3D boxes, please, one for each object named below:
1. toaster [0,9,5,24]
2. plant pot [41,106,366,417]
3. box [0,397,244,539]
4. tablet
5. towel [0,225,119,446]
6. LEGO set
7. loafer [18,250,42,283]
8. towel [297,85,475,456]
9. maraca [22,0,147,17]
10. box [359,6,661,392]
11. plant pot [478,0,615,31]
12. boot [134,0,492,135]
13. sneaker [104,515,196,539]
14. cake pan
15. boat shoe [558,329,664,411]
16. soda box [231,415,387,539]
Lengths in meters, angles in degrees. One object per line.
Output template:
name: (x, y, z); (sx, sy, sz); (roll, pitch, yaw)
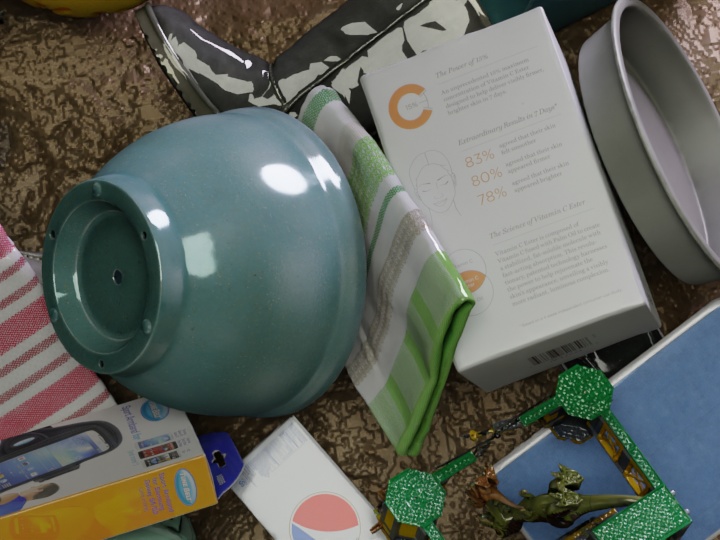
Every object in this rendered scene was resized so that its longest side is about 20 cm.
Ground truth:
toaster: (-0.355, -0.179, 1.331); (0.199, 0.114, 0.130); (-29, 79, -2)
plant pot: (-0.112, 0.000, 1.233); (0.200, 0.134, 0.202); (6, 98, 44)
box: (-0.176, 0.131, 1.247); (0.199, 0.119, 0.042); (-18, 111, -9)
tablet: (0.194, 0.124, 1.291); (0.200, 0.014, 0.130); (-37, 100, 2)
towel: (-0.248, 0.081, 1.293); (0.146, 0.030, 0.201); (-31, 110, -3)
LEGO set: (0.103, 0.165, 1.236); (0.200, 0.116, 0.154); (-37, 72, -23)
loafer: (-0.261, 0.018, 1.317); (0.199, 0.070, 0.070); (-2, 81, 1)
towel: (0.000, 0.000, 1.244); (0.031, 0.150, 0.200); (-11, 48, -26)
maraca: (-0.210, -0.228, 1.324); (0.199, 0.107, 0.137); (2, 38, -19)
box: (0.095, -0.042, 1.243); (0.124, 0.097, 0.201); (-20, 75, 10)
plant pot: (0.164, -0.263, 1.323); (0.199, 0.141, 0.142); (-24, 81, -10)
boot: (-0.028, -0.158, 1.340); (0.200, 0.073, 0.182); (-39, 96, 2)
sneaker: (-0.097, 0.189, 1.256); (0.199, 0.118, 0.074); (16, 112, 8)
cake pan: (0.197, -0.077, 1.269); (0.037, 0.200, 0.201); (-24, 80, 24)
boat shoe: (0.151, 0.021, 1.307); (0.073, 0.068, 0.200); (-29, 81, -3)
soda box: (0.000, 0.191, 1.283); (0.064, 0.068, 0.200); (-40, 82, -6)
